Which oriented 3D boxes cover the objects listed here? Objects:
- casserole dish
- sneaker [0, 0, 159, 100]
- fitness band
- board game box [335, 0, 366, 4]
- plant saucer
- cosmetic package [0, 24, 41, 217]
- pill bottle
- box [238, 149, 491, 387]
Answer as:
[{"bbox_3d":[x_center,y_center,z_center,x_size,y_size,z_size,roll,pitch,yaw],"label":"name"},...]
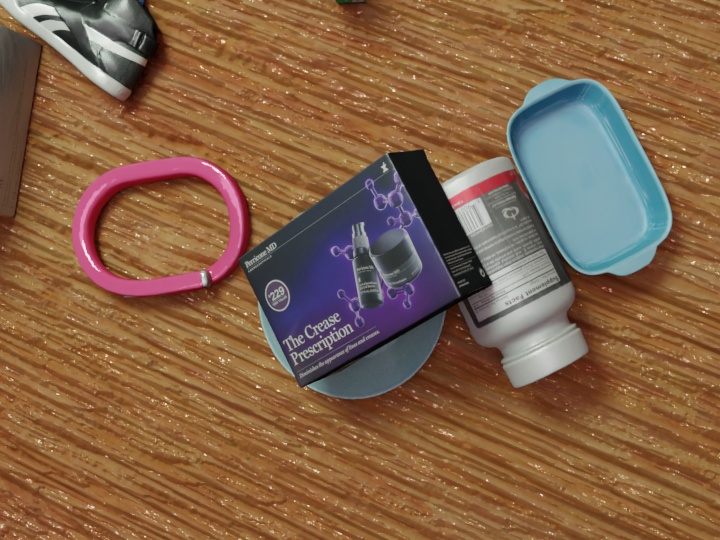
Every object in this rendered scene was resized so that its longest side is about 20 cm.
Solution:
[{"bbox_3d":[0.219,-0.089,0.888,0.120,0.039,0.203,-26,84,-4],"label":"casserole dish"},{"bbox_3d":[-0.302,-0.289,0.993,0.199,0.073,0.112,39,93,1],"label":"sneaker"},{"bbox_3d":[-0.217,-0.046,0.985,0.196,0.037,0.147,-7,88,10],"label":"fitness band"},{"bbox_3d":[-0.024,-0.385,0.900,0.034,0.135,0.205,1,90,15],"label":"board game box"},{"bbox_3d":[-0.007,0.028,0.942,0.197,0.039,0.206,0,89,11],"label":"plant saucer"},{"bbox_3d":[-0.448,-0.170,0.950,0.120,0.200,0.204,10,92,11],"label":"cosmetic package"},{"bbox_3d":[0.139,0.004,0.876,0.109,0.111,0.203,-27,85,10],"label":"pill bottle"},{"bbox_3d":[0.000,0.000,0.850,0.199,0.078,0.143,-32,79,31],"label":"box"}]
